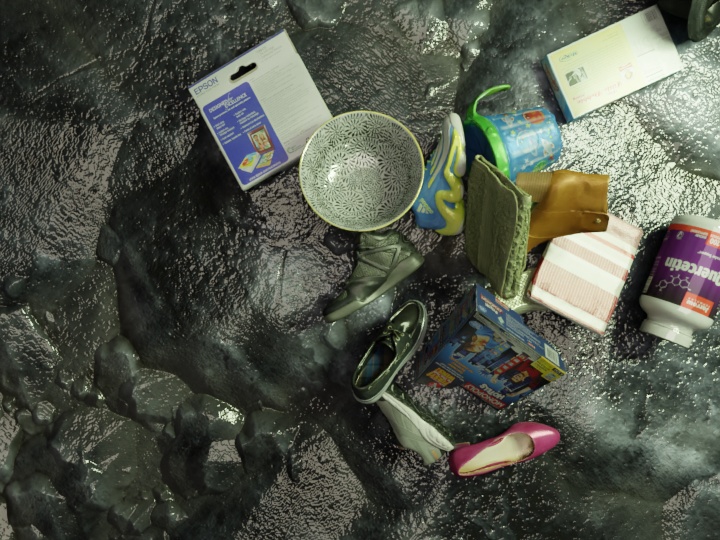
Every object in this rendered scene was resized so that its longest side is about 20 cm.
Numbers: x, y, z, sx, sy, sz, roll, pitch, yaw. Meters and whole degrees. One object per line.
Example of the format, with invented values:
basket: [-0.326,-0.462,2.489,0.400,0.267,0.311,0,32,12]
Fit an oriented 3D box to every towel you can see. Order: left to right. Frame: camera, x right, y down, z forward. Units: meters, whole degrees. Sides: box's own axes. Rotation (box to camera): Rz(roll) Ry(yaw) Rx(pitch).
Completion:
towel: [0.208,-0.065,0.882,0.036,0.149,0.201,-16,130,-14]
towel: [0.376,-0.011,0.946,0.143,0.023,0.201,27,77,1]

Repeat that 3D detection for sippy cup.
sippy cup: [0.249,-0.201,0.922,0.129,0.140,0.179,-20,132,-7]

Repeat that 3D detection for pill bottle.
pill bottle: [0.532,0.019,0.921,0.112,0.112,0.202,21,93,1]

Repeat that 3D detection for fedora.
fedora: [0.540,-0.471,0.898,0.091,0.200,0.202,30,93,34]

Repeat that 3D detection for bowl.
bowl: [0.002,-0.150,0.936,0.199,0.094,0.203,0,78,2]

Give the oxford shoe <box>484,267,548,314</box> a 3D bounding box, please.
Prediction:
oxford shoe: [0.274,0.043,0.964,0.198,0.058,0.076,-14,75,-12]

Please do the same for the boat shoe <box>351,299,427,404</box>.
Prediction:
boat shoe: [0.050,0.128,0.937,0.068,0.057,0.201,23,68,25]

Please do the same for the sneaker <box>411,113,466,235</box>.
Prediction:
sneaker: [0.122,-0.154,0.936,0.104,0.076,0.202,-1,107,9]

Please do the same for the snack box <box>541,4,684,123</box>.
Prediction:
snack box: [0.421,-0.345,0.949,0.199,0.037,0.117,-24,91,3]

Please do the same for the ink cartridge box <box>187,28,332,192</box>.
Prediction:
ink cartridge box: [-0.162,-0.271,0.973,0.196,0.047,0.201,-28,89,4]

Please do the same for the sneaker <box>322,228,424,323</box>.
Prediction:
sneaker: [0.000,0.000,0.962,0.199,0.076,0.115,-38,89,0]

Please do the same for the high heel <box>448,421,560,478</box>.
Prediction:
high heel: [0.246,0.306,0.952,0.198,0.096,0.068,-7,92,3]

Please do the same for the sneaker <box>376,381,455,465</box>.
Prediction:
sneaker: [0.069,0.256,0.970,0.200,0.074,0.079,42,99,0]

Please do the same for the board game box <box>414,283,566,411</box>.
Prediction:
board game box: [0.193,0.145,0.936,0.199,0.062,0.200,35,129,-18]

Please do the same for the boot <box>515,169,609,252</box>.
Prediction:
boot: [0.307,-0.066,0.883,0.143,0.071,0.202,9,135,15]
